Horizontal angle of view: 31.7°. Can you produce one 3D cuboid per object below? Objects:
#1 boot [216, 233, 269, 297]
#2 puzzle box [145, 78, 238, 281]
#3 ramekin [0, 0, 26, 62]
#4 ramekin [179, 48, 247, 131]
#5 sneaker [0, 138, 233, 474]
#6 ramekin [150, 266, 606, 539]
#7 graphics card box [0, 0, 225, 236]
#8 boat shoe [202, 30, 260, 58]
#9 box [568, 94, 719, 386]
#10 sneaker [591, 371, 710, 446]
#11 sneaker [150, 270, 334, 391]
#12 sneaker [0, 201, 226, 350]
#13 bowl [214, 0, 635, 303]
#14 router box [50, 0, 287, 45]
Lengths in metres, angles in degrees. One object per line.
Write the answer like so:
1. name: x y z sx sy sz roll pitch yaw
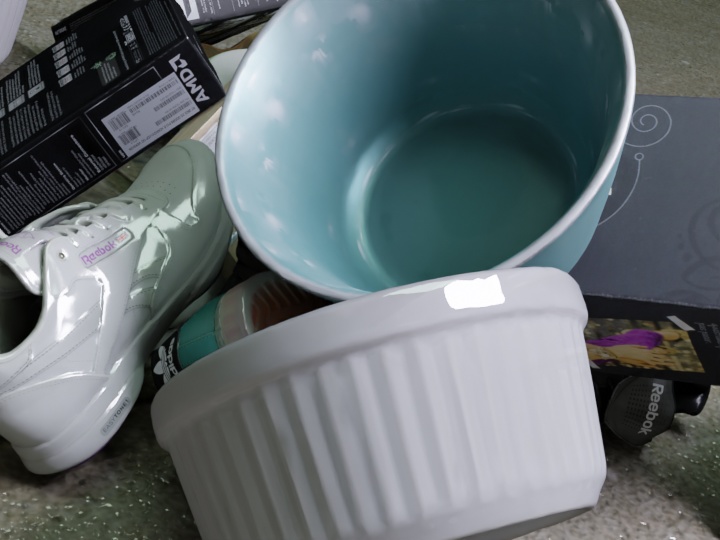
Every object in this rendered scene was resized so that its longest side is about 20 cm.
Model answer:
1. boot: 0.000 0.000 0.749 0.070 0.133 0.199 34 25 35
2. puzzle box: -0.033 -0.077 0.812 0.025 0.134 0.200 0 42 48
3. ramekin: -0.366 -0.227 1.024 0.200 0.095 0.203 14 25 -7
4. ramekin: -0.044 -0.089 0.950 0.197 0.099 0.201 13 26 -6
5. sneaker: -0.129 -0.003 0.637 0.074 0.100 0.201 -7 45 38
6. ramekin: 0.014 0.079 0.551 0.200 0.202 0.095 -5 71 -37
7. graphics card box: -0.187 -0.096 0.800 0.051 0.199 0.126 54 2 -34
8. boat shoe: -0.131 -0.157 1.090 0.063 0.074 0.201 -23 11 31
9. box: 0.137 -0.018 0.686 0.197 0.106 0.124 5 66 21
10. sneaker: 0.146 0.069 0.780 0.198 0.067 0.090 -4 27 -40
11. sneaker: -0.030 0.038 0.671 0.199 0.079 0.072 8 65 -57
12. sneaker: -0.141 0.000 0.737 0.076 0.081 0.199 27 26 25
13. bowl: 0.040 -0.054 0.612 0.200 0.202 0.105 33 -10 32
14. router box: -0.148 -0.215 1.059 0.148 0.052 0.199 -21 9 -37
